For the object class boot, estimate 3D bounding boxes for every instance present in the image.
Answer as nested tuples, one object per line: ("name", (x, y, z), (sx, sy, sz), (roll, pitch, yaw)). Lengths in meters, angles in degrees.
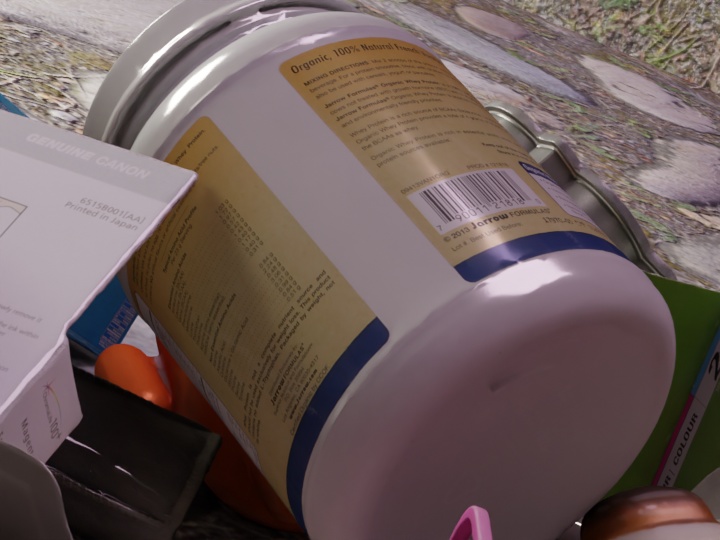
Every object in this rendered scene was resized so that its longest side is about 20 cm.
("boot", (-0.148, 0.036, 0.956), (0.199, 0.073, 0.182), (18, 18, -4))

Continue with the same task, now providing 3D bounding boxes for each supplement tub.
("supplement tub", (0.000, 0.000, 0.878), (0.144, 0.145, 0.200), (7, 34, -46))

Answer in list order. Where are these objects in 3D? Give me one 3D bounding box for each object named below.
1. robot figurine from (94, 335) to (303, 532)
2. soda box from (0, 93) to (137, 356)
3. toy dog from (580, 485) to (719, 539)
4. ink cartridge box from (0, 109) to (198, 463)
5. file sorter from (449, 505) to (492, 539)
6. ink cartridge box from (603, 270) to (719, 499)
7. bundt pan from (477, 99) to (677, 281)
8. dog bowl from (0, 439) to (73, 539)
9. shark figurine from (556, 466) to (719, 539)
("robot figurine", (-0.024, 0.035, 1.046), (0.117, 0.144, 0.200), (41, 7, -21))
("soda box", (-0.155, -0.030, 1.057), (0.068, 0.064, 0.200), (29, -8, 27))
("toy dog", (0.118, 0.151, 0.823), (0.193, 0.140, 0.200), (-6, 11, -4))
("ink cartridge box", (-0.178, 0.008, 0.830), (0.199, 0.044, 0.174), (18, 46, 23))
("file sorter", (0.096, 0.161, 0.647), (0.199, 0.126, 0.139), (21, 14, -5))
("ink cartridge box", (0.143, 0.087, 1.040), (0.199, 0.148, 0.076), (14, 17, -25))
("bundt pan", (0.073, 0.022, 1.160), (0.202, 0.076, 0.202), (49, -18, 22))
("dog bowl", (-0.132, 0.117, 0.526), (0.199, 0.059, 0.201), (1, 42, 0))
("shark figurine", (0.147, 0.093, 0.941), (0.089, 0.214, 0.129), (32, 37, -52))
